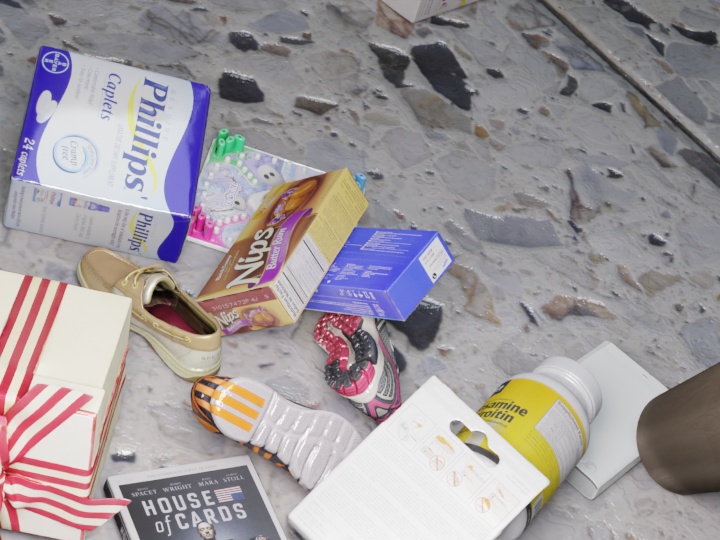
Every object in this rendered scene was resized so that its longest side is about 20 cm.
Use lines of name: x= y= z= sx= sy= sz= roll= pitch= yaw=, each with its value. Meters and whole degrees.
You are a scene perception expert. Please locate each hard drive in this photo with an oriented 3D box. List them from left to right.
hard drive: x=0.264 y=0.161 z=1.657 sx=0.132 sy=0.026 sz=0.199 roll=40 pitch=42 yaw=22

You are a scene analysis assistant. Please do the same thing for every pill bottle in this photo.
pill bottle: x=0.163 y=0.175 z=1.510 sx=0.111 sy=0.113 sz=0.200 roll=34 pitch=47 yaw=16

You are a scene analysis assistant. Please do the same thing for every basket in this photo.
basket: x=0.384 y=0.161 z=1.549 sx=0.136 sy=0.200 sz=0.180 roll=47 pitch=61 yaw=-3

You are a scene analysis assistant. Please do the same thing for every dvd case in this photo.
dvd case: x=-0.135 y=0.260 z=1.366 sx=0.148 sy=0.025 sz=0.201 roll=-5 pitch=46 yaw=-29

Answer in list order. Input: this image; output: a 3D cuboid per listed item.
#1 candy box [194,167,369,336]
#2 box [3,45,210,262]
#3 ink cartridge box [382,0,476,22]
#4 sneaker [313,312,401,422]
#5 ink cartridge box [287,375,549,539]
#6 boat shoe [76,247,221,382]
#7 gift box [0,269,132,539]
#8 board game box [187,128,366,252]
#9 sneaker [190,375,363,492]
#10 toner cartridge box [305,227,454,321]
candy box: x=-0.084 y=-0.020 z=1.614 sx=0.057 sy=0.116 sz=0.201 roll=57 pitch=43 yaw=-25
box: x=-0.277 y=-0.128 z=1.650 sx=0.197 sy=0.105 sz=0.186 roll=12 pitch=58 yaw=-12
ink cartridge box: x=0.112 y=-0.490 z=2.245 sx=0.146 sy=0.148 sz=0.199 roll=40 pitch=43 yaw=24
sneaker: x=0.000 y=0.088 z=1.595 sx=0.075 sy=0.080 sz=0.201 roll=47 pitch=19 yaw=-25
ink cartridge box: x=0.054 y=0.222 z=1.408 sx=0.200 sy=0.050 sz=0.162 roll=-41 pitch=65 yaw=-18
boat shoe: x=-0.215 y=0.030 z=1.561 sx=0.199 sy=0.067 sz=0.074 roll=36 pitch=41 yaw=18
gift box: x=-0.288 y=0.121 z=1.325 sx=0.197 sy=0.186 sz=0.188 roll=8 pitch=38 yaw=1
board game box: x=-0.098 y=-0.079 z=1.773 sx=0.197 sy=0.026 sz=0.201 roll=18 pitch=40 yaw=-4
sneaker: x=-0.081 y=0.153 z=1.470 sx=0.199 sy=0.078 sz=0.112 roll=38 pitch=-12 yaw=-26
toner cartridge box: x=0.000 y=0.000 z=1.600 sx=0.199 sy=0.043 sz=0.095 roll=6 pitch=45 yaw=51
